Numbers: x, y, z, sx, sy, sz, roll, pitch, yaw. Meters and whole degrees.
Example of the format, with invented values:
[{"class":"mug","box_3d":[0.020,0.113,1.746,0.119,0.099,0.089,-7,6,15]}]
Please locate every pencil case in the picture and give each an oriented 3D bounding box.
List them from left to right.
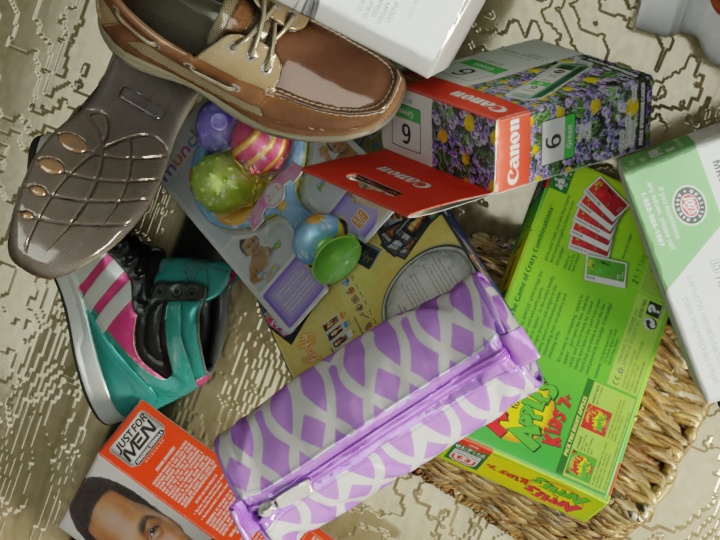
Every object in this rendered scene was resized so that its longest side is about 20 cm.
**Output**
[{"class":"pencil case","box_3d":[0.008,0.081,1.074,0.199,0.086,0.084,-35,93,7]}]

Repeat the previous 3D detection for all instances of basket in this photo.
[{"class":"basket","box_3d":[0.114,0.080,1.247,0.199,0.149,0.143,31,66,3]}]

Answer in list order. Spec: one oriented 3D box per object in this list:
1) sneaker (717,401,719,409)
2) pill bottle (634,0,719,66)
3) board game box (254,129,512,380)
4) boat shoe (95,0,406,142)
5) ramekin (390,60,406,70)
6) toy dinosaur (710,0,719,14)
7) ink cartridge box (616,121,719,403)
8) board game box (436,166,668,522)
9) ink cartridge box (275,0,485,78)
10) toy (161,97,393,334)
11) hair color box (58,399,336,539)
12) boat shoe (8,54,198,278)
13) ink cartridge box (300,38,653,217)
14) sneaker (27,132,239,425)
[{"class":"sneaker","box_3d":[0.276,0.016,1.225,0.070,0.109,0.201,15,68,7]},{"class":"pill bottle","box_3d":[0.277,-0.172,1.173,0.198,0.116,0.117,14,98,5]},{"class":"board game box","box_3d":[0.000,0.000,1.195,0.135,0.200,0.035,-38,130,9]},{"class":"boat shoe","box_3d":[-0.070,-0.134,1.127,0.199,0.072,0.076,17,73,8]},{"class":"ramekin","box_3d":[-0.011,-0.220,1.211,0.198,0.098,0.202,1,97,7]},{"class":"toy dinosaur","box_3d":[0.214,-0.161,1.055,0.181,0.105,0.201,16,73,46]},{"class":"ink cartridge box","box_3d":[0.266,-0.028,1.096,0.199,0.088,0.146,-20,94,7]},{"class":"board game box","box_3d":[0.129,0.040,1.159,0.101,0.048,0.201,23,66,-2]},{"class":"ink cartridge box","box_3d":[-0.023,-0.192,1.090,0.199,0.147,0.083,27,101,3]},{"class":"toy","box_3d":[-0.070,-0.066,1.208,0.115,0.047,0.200,-49,55,9]},{"class":"hair color box","box_3d":[-0.094,0.186,1.261,0.199,0.061,0.102,36,136,3]},{"class":"boat shoe","box_3d":[-0.157,-0.073,1.193,0.076,0.072,0.201,35,63,-6]},{"class":"ink cartridge box","box_3d":[0.072,-0.090,1.154,0.109,0.199,0.051,25,124,46]},{"class":"sneaker","box_3d":[-0.142,-0.003,1.255,0.120,0.084,0.201,-13,102,13]}]
